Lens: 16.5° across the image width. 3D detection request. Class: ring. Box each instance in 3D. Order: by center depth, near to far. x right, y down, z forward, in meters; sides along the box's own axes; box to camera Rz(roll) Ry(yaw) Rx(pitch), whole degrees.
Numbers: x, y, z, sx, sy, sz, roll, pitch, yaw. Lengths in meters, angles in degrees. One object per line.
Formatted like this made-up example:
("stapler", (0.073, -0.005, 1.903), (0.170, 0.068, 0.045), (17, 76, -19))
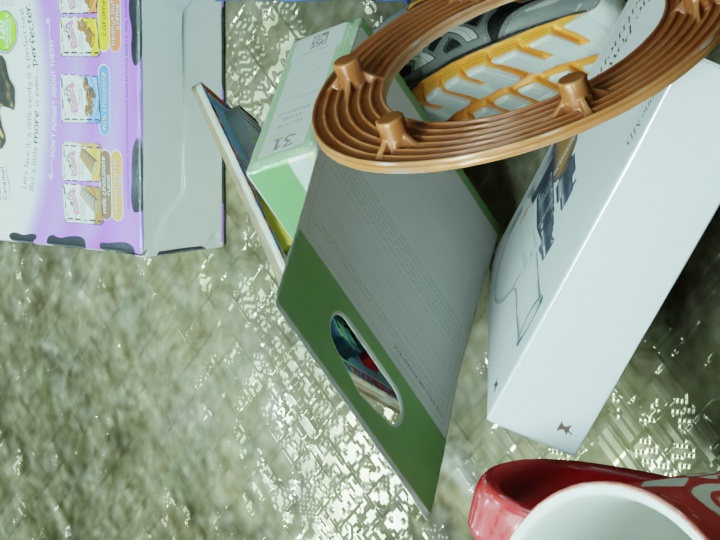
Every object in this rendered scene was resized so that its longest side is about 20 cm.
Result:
("ring", (0.069, -0.102, 1.083), (0.199, 0.200, 0.019), (1, 124, 42))

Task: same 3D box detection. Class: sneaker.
("sneaker", (0.047, -0.105, 1.248), (0.199, 0.078, 0.078), (-22, 60, 34))

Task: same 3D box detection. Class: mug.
("mug", (0.158, 0.127, 1.084), (0.133, 0.199, 0.178), (-47, 64, 35))

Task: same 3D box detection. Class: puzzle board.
("puzzle board", (-0.021, -0.007, 1.251), (0.017, 0.200, 0.152), (-26, 74, 8))

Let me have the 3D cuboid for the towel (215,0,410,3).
("towel", (-0.028, -0.245, 1.332), (0.146, 0.024, 0.202), (5, 100, 40))

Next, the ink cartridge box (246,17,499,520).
("ink cartridge box", (0.000, 0.000, 1.153), (0.048, 0.201, 0.146), (-15, 127, 29))

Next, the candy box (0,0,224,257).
("candy box", (-0.172, -0.101, 1.446), (0.199, 0.071, 0.169), (6, 99, 41))

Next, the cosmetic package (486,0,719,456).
("cosmetic package", (0.120, -0.038, 1.140), (0.151, 0.051, 0.201), (-88, 22, -61))
